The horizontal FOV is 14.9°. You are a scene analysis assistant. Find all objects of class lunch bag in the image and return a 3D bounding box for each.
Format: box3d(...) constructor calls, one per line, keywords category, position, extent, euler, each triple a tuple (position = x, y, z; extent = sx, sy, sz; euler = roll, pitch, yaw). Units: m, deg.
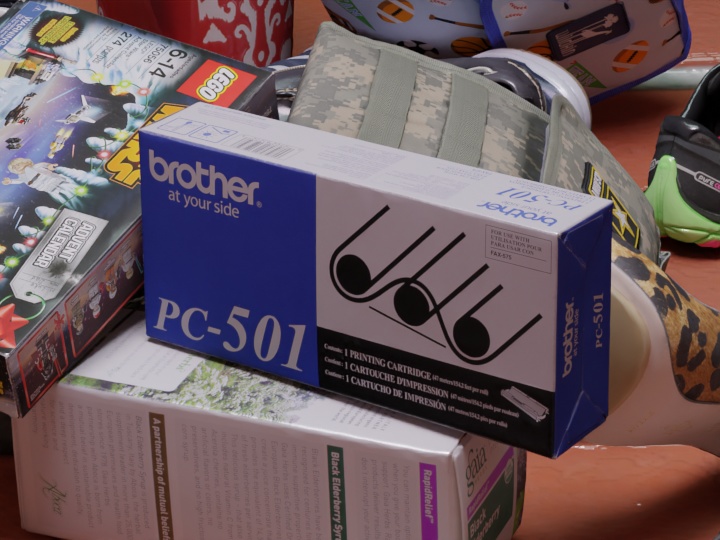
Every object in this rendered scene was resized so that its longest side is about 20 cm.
box3d(category="lunch bag", position=(0.077, -0.170, 1.542), extent=(0.200, 0.170, 0.124), euler=(7, 68, 19))
box3d(category="lunch bag", position=(0.052, -0.017, 1.280), extent=(0.200, 0.118, 0.164), euler=(20, 27, -3))

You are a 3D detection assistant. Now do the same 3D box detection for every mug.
box3d(category="mug", position=(-0.111, -0.183, 1.558), extent=(0.177, 0.200, 0.133), euler=(-24, 34, -39))

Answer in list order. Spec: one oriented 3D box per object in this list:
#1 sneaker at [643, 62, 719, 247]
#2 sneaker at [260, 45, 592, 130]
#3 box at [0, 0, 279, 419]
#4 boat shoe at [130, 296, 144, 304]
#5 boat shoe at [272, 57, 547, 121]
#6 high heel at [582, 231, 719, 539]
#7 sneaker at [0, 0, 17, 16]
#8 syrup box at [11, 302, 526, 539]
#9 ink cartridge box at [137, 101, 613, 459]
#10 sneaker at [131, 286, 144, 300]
box3d(category="sneaker", position=(0.222, -0.076, 1.453), extent=(0.077, 0.084, 0.200), euler=(18, 31, 34))
box3d(category="sneaker", position=(0.019, -0.080, 1.483), extent=(0.200, 0.070, 0.108), euler=(11, 23, 38))
box3d(category="box", position=(-0.144, -0.034, 1.176), extent=(0.137, 0.040, 0.200), euler=(20, 48, 24))
box3d(category="boat shoe", position=(-0.161, -0.020, 1.356), extent=(0.076, 0.074, 0.200), euler=(-14, 28, -26))
box3d(category="boat shoe", position=(-0.004, -0.076, 1.422), extent=(0.199, 0.073, 0.063), euler=(-8, -2, 7))
box3d(category="high heel", position=(0.128, 0.021, 1.157), extent=(0.071, 0.200, 0.143), euler=(-32, 12, 32))
box3d(category="sneaker", position=(-0.197, -0.122, 1.578), extent=(0.078, 0.080, 0.200), euler=(1, 23, 6))
box3d(category="syrup box", position=(-0.037, 0.075, 1.139), extent=(0.200, 0.082, 0.079), euler=(10, 29, 20))
box3d(category="ink cartridge box", position=(0.003, 0.001, 1.089), extent=(0.200, 0.094, 0.044), euler=(15, 28, 32))
box3d(category="sneaker", position=(-0.168, -0.004, 1.246), extent=(0.200, 0.076, 0.079), euler=(-13, 14, 25))
